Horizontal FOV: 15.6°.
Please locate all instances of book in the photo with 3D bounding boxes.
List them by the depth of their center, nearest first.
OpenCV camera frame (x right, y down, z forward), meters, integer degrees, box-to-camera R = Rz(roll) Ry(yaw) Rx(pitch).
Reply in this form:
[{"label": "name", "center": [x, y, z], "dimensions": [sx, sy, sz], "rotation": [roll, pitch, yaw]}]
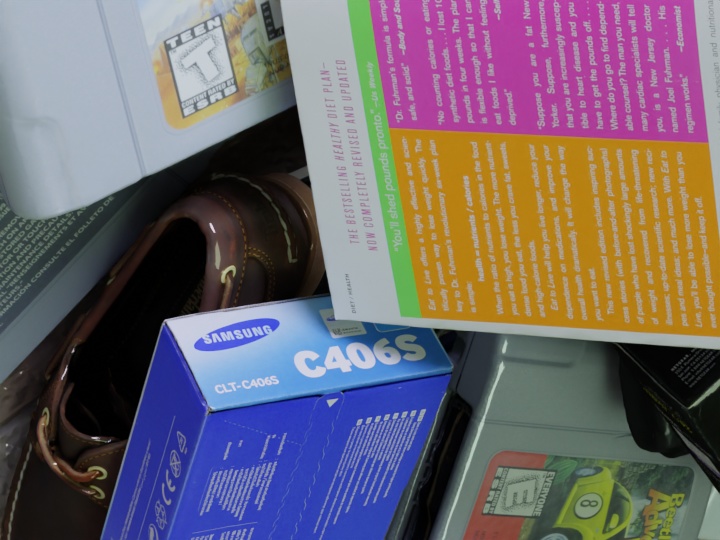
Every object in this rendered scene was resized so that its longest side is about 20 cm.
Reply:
[{"label": "book", "center": [0.079, -0.041, 0.811], "dimensions": [0.048, 0.199, 0.134], "rotation": [-57, 145, -46]}]

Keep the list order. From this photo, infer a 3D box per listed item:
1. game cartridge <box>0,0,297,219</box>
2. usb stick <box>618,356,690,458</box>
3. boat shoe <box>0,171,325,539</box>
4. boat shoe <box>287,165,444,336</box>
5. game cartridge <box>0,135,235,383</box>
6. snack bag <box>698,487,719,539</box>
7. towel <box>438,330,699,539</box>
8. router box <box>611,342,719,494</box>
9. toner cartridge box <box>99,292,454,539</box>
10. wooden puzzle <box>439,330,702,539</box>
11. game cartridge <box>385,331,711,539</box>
[{"label": "game cartridge", "center": [-0.039, -0.112, 0.834], "dimensions": [0.199, 0.042, 0.134], "rotation": [-28, 134, -19]}, {"label": "usb stick", "center": [0.184, 0.018, 1.029], "dimensions": [0.199, 0.033, 0.056], "rotation": [-21, 109, -30]}, {"label": "boat shoe", "center": [-0.086, 0.047, 0.954], "dimensions": [0.070, 0.070, 0.201], "rotation": [-19, 143, -57]}, {"label": "boat shoe", "center": [-0.002, -0.001, 0.967], "dimensions": [0.201, 0.063, 0.074], "rotation": [-33, 135, 23]}, {"label": "game cartridge", "center": [-0.135, -0.017, 0.898], "dimensions": [0.200, 0.041, 0.133], "rotation": [-46, 155, 2]}, {"label": "snack bag", "center": [0.236, 0.035, 1.128], "dimensions": [0.188, 0.021, 0.201], "rotation": [8, 113, -35]}, {"label": "towel", "center": [0.119, 0.063, 1.094], "dimensions": [0.199, 0.024, 0.146], "rotation": [-19, 122, -21]}, {"label": "router box", "center": [0.203, 0.009, 0.959], "dimensions": [0.200, 0.051, 0.149], "rotation": [-42, 136, -2]}, {"label": "toner cartridge box", "center": [-0.041, 0.093, 0.942], "dimensions": [0.095, 0.043, 0.201], "rotation": [-9, 140, -28]}, {"label": "wooden puzzle", "center": [0.083, 0.091, 1.134], "dimensions": [0.184, 0.046, 0.201], "rotation": [-20, 124, -21]}, {"label": "game cartridge", "center": [0.071, 0.109, 1.044], "dimensions": [0.133, 0.041, 0.201], "rotation": [5, 111, -38]}]
